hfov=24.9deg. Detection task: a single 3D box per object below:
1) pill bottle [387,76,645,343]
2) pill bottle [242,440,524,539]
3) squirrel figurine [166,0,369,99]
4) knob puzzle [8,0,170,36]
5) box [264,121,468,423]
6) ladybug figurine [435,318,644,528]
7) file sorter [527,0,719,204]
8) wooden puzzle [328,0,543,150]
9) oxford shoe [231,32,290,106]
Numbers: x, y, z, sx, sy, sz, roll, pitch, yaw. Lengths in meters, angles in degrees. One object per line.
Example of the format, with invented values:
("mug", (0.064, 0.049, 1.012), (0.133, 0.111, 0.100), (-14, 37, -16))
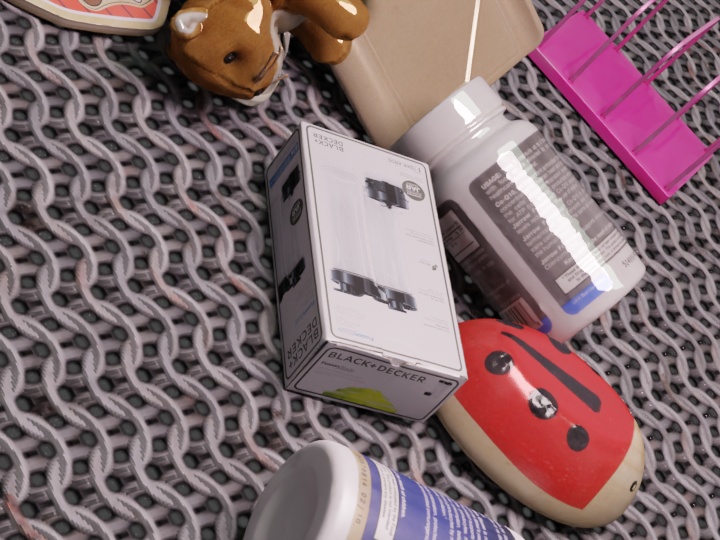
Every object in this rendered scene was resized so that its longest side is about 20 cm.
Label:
("pill bottle", (0.117, -0.043, 1.264), (0.200, 0.114, 0.114), (52, 36, 2))
("pill bottle", (0.036, 0.189, 0.973), (0.200, 0.111, 0.111), (28, 40, -22))
("squirrel figurine", (-0.079, -0.227, 1.182), (0.200, 0.187, 0.142), (50, -6, -6))
("knob puzzle", (-0.211, -0.255, 1.196), (0.219, 0.030, 0.220), (20, 51, -27))
("box", (0.000, 0.000, 1.153), (0.116, 0.060, 0.200), (16, 45, -28))
("ladybug figurine", (0.131, 0.102, 1.183), (0.200, 0.072, 0.136), (36, 37, -13))
("file sorter", (0.288, -0.195, 1.577), (0.200, 0.125, 0.139), (49, 36, 4))
("wooden puzzle", (0.045, -0.216, 1.335), (0.200, 0.037, 0.185), (-40, 111, -29))
("oxford shoe", (-0.080, -0.205, 1.280), (0.075, 0.058, 0.200), (33, 40, -21))
